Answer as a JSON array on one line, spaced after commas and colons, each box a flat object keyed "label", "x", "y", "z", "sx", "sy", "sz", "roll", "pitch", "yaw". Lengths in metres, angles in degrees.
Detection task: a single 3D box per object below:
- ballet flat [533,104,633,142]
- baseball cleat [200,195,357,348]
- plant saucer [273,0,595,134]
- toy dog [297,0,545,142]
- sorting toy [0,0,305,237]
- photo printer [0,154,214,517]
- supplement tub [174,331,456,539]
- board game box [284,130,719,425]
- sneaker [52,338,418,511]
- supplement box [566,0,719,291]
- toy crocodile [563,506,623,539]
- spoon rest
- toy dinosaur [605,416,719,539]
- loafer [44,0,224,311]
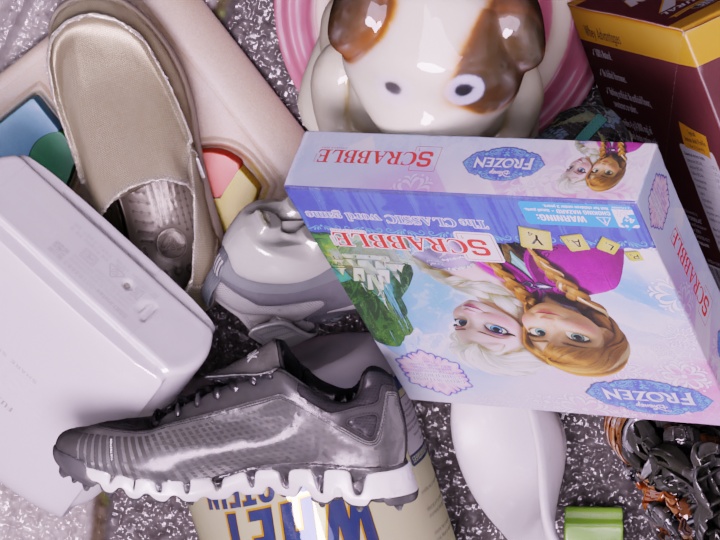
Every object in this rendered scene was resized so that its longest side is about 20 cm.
[{"label": "ballet flat", "x": 0.131, "y": -0.047, "z": 1.574, "sx": 0.074, "sy": 0.200, "sz": 0.074, "roll": -1, "pitch": 80, "yaw": 4}, {"label": "baseball cleat", "x": 0.000, "y": 0.000, "z": 1.644, "sx": 0.200, "sy": 0.070, "sz": 0.106, "roll": 6, "pitch": 136, "yaw": -28}, {"label": "plant saucer", "x": 0.048, "y": -0.153, "z": 1.636, "sx": 0.200, "sy": 0.051, "sz": 0.201, "roll": 0, "pitch": 100, "yaw": 3}, {"label": "toy dog", "x": 0.046, "y": -0.123, "z": 1.514, "sx": 0.139, "sy": 0.200, "sz": 0.194, "roll": 16, "pitch": 100, "yaw": -2}, {"label": "sorting toy", "x": -0.140, "y": -0.056, "z": 1.665, "sx": 0.200, "sy": 0.036, "sz": 0.185, "roll": -37, "pitch": 96, "yaw": 7}, {"label": "photo printer", "x": -0.189, "y": 0.047, "z": 1.623, "sx": 0.166, "sy": 0.069, "sz": 0.200, "roll": 42, "pitch": 138, "yaw": 2}, {"label": "supplement tub", "x": -0.021, "y": 0.150, "z": 1.641, "sx": 0.145, "sy": 0.145, "sz": 0.200, "roll": -17, "pitch": 98, "yaw": 5}, {"label": "board game box", "x": 0.086, "y": 0.005, "z": 1.480, "sx": 0.200, "sy": 0.041, "sz": 0.200, "roll": 3, "pitch": 145, "yaw": 28}, {"label": "sneaker", "x": -0.067, "y": 0.080, "z": 1.527, "sx": 0.200, "sy": 0.066, "sz": 0.091, "roll": 2, "pitch": 99, "yaw": 3}, {"label": "supplement box", "x": 0.234, "y": -0.075, "z": 1.549, "sx": 0.133, "sy": 0.197, "sz": 0.200, "roll": -24, "pitch": 104, "yaw": -9}, {"label": "toy crocodile", "x": 0.142, "y": 0.240, "z": 1.699, "sx": 0.067, "sy": 0.062, "sz": 0.200, "roll": -4, "pitch": 95, "yaw": 3}, {"label": "spoon rest", "x": 0.108, "y": 0.132, "z": 1.629, "sx": 0.061, "sy": 0.200, "sz": 0.099, "roll": -15, "pitch": 138, "yaw": -33}, {"label": "toy dinosaur", "x": 0.181, "y": 0.101, "z": 1.615, "sx": 0.102, "sy": 0.136, "sz": 0.200, "roll": -54, "pitch": 131, "yaw": -9}, {"label": "loafer", "x": -0.125, "y": -0.064, "z": 1.612, "sx": 0.076, "sy": 0.068, "sz": 0.200, "roll": -21, "pitch": 101, "yaw": 7}]
